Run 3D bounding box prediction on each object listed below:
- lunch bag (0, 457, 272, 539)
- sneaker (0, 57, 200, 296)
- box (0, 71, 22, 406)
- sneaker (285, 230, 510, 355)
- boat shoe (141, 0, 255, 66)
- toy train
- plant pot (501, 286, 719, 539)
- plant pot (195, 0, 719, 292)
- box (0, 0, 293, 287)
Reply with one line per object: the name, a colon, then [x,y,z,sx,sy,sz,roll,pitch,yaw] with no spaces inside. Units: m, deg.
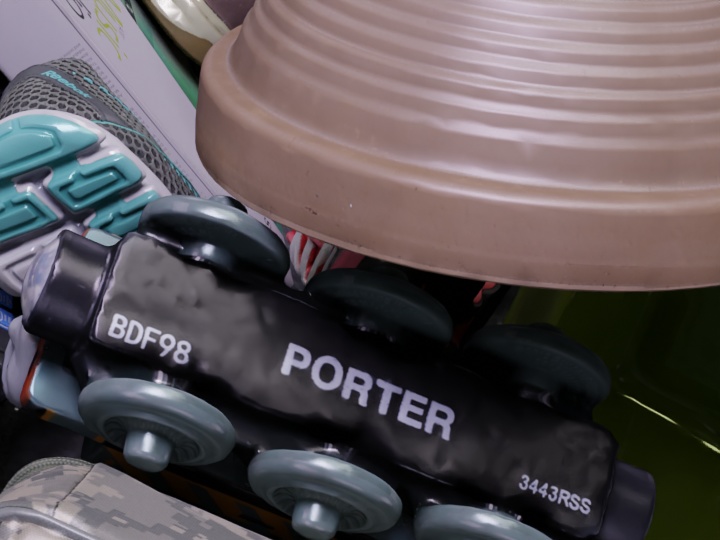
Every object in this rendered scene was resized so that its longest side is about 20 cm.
lunch bag: [-0.033,0.142,0.718,0.199,0.140,0.168,24,9,1]
sneaker: [-0.062,0.008,0.848,0.077,0.201,0.091,-25,32,9]
box: [-0.201,-0.039,0.848,0.163,0.086,0.201,29,32,-28]
sneaker: [0.000,0.000,0.915,0.087,0.074,0.200,35,7,9]
boat shoe: [-0.086,-0.171,0.977,0.202,0.066,0.072,58,6,13]
toy train: [-0.013,0.047,0.749,0.199,0.114,0.086,22,66,-13]
plant pot: [0.146,0.048,0.884,0.198,0.201,0.182,24,31,4]
plant pot: [0.052,-0.073,0.744,0.199,0.093,0.201,6,22,-2]
box: [-0.100,-0.087,0.927,0.200,0.036,0.145,52,11,-28]
